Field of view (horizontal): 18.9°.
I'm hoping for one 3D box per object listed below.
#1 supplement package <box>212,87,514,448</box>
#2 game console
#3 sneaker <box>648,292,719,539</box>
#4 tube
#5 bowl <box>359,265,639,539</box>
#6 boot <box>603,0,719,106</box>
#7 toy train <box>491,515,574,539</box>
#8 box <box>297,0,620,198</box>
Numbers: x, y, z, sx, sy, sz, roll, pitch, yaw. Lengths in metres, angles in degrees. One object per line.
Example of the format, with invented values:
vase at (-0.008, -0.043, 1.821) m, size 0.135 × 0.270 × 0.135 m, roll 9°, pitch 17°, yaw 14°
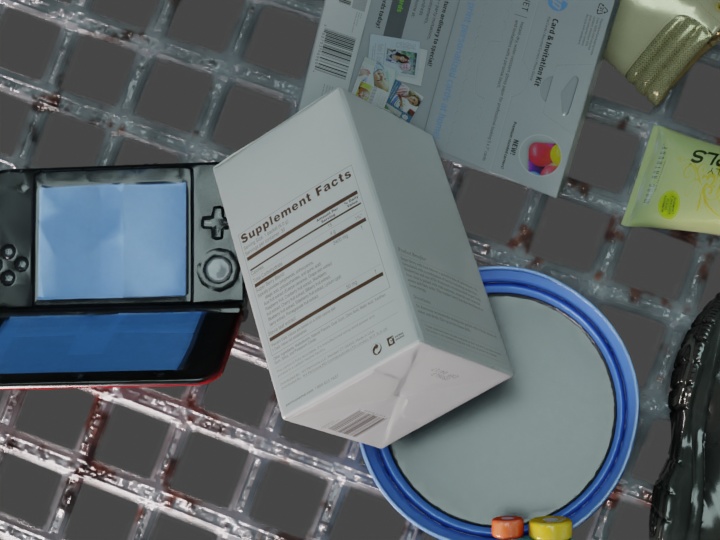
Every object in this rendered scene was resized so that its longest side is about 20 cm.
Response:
supplement package at (0.000, 0.000, 1.479) m, size 0.120 × 0.121 × 0.200 m, roll -31°, pitch 60°, yaw 25°
game console at (-0.187, 0.002, 1.545) m, size 0.200 × 0.119 × 0.173 m, roll -1°, pitch 83°, yaw 7°
sneaker at (0.257, 0.112, 1.504) m, size 0.091 × 0.076 × 0.200 m, roll 10°, pitch 91°, yaw -1°
tube at (0.268, -0.049, 1.491) m, size 0.200 × 0.052 × 0.058 m, roll 16°, pitch 44°, yaw 45°
bowl at (0.097, 0.098, 1.535) m, size 0.200 × 0.039 × 0.201 m, roll -1°, pitch 83°, yaw 8°
boot at (0.215, -0.234, 1.541) m, size 0.155 × 0.073 × 0.200 m, roll 38°, pitch 94°, yaw 11°
toy train at (0.144, 0.260, 1.478) m, size 0.200 × 0.056 × 0.150 m, roll 39°, pitch 95°, yaw -1°
box at (0.069, -0.157, 1.538) m, size 0.200 × 0.041 × 0.156 m, roll 19°, pitch 113°, yaw 11°
